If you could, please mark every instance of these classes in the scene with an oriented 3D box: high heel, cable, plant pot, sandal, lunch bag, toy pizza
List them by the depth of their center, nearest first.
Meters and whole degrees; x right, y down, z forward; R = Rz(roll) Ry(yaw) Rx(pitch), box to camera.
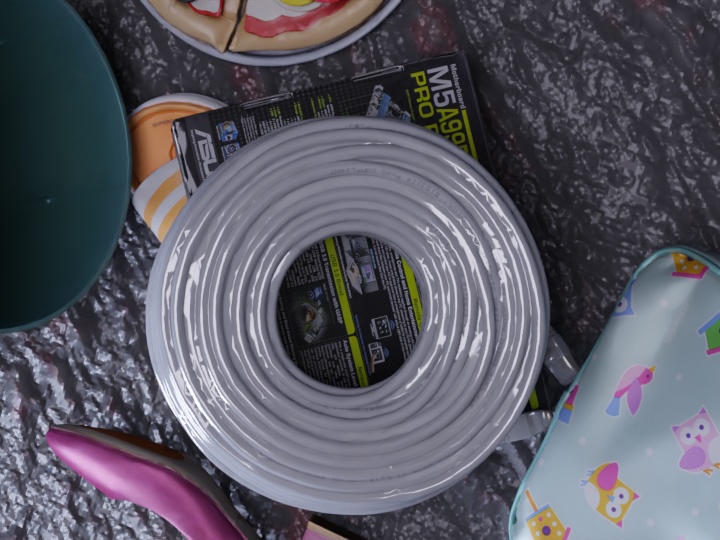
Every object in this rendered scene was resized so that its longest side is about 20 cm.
[{"bbox_3d":[-0.006,0.023,1.051,0.200,0.069,0.200,-27,93,-5],"label":"cable"},{"bbox_3d":[0.176,0.103,1.057,0.160,0.077,0.200,34,106,30],"label":"lunch bag"},{"bbox_3d":[-0.053,-0.211,1.144,0.200,0.032,0.201,2,96,19],"label":"toy pizza"},{"bbox_3d":[-0.251,-0.059,1.147,0.161,0.200,0.201,-8,93,44],"label":"plant pot"},{"bbox_3d":[-0.060,-0.017,1.151,0.207,0.059,0.079,46,107,10],"label":"sandal"},{"bbox_3d":[-0.096,0.158,1.179,0.200,0.067,0.096,23,92,2],"label":"high heel"}]

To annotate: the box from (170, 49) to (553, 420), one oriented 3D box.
[{"bbox_3d":[0.000,0.000,1.109,0.160,0.044,0.201,-14,91,-6],"label":"box"}]
